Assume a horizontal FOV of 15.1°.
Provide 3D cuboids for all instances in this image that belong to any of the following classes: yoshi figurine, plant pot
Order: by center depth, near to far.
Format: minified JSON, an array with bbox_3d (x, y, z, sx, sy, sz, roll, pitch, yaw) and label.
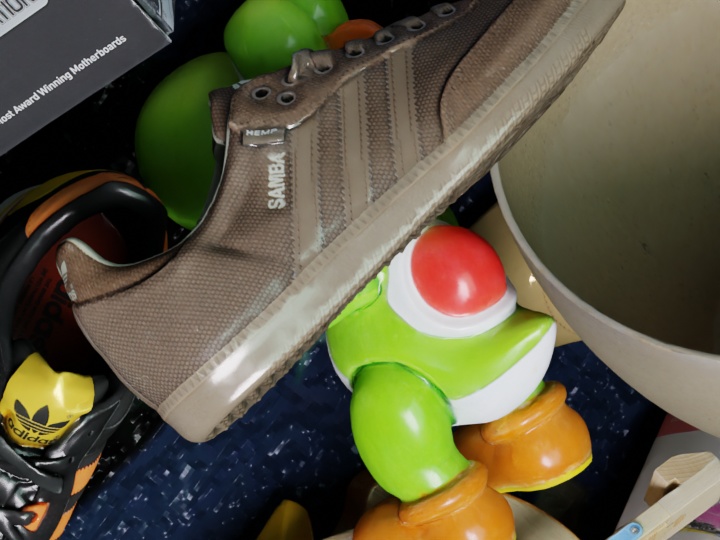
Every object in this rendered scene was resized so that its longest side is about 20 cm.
[{"bbox_3d":[0.154,-0.016,0.882,0.200,0.200,0.134,-40,143,-13],"label":"plant pot"},{"bbox_3d":[-0.009,-0.001,0.902,0.112,0.112,0.200,-25,107,-2],"label":"yoshi figurine"}]

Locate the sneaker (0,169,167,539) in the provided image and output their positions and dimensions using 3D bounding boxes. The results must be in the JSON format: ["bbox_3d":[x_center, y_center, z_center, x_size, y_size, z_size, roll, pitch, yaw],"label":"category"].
[{"bbox_3d":[-0.115,0.057,0.836,0.070,0.090,0.200,26,73,-15],"label":"sneaker"}]

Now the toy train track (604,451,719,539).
[{"bbox_3d":[0.040,0.115,0.911,0.200,0.033,0.115,-33,156,-22],"label":"toy train track"}]

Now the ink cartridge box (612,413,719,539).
[{"bbox_3d":[0.137,0.141,0.984,0.117,0.067,0.200,57,43,-28],"label":"ink cartridge box"}]

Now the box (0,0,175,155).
[{"bbox_3d":[-0.177,-0.077,0.762,0.200,0.050,0.158,-31,122,19],"label":"box"}]

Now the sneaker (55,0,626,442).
[{"bbox_3d":[-0.004,-0.042,0.806,0.076,0.070,0.200,44,76,3],"label":"sneaker"}]

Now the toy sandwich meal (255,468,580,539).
[{"bbox_3d":[0.002,0.164,0.974,0.205,0.070,0.205,-7,108,-23],"label":"toy sandwich meal"}]

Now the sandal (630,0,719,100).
[{"bbox_3d":[0.075,-0.132,0.938,0.082,0.050,0.203,-43,109,6],"label":"sandal"}]

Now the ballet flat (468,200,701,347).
[{"bbox_3d":[0.120,-0.022,0.983,0.200,0.063,0.069,-28,115,-19],"label":"ballet flat"}]
